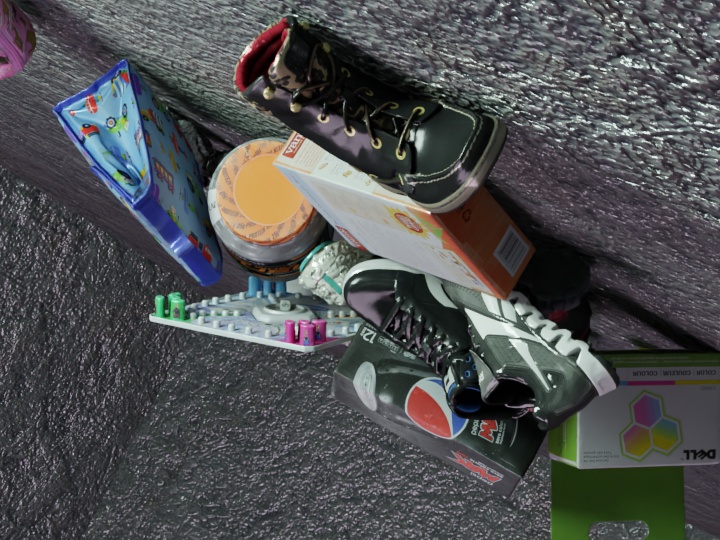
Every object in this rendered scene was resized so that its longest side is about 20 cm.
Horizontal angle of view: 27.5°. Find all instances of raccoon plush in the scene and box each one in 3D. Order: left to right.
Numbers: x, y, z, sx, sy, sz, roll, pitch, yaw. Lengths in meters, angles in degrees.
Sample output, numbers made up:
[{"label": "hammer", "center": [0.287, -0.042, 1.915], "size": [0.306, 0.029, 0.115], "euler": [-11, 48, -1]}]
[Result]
[{"label": "raccoon plush", "center": [-0.212, -0.122, 1.658], "size": [0.199, 0.097, 0.134], "euler": [32, 180, -29]}]

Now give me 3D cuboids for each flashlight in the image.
[{"label": "flashlight", "center": [0.181, 0.028, 1.337], "size": [0.068, 0.068, 0.200], "euler": [38, 171, 14]}]

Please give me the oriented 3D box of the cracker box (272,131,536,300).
[{"label": "cracker box", "center": [0.036, -0.055, 1.251], "size": [0.199, 0.058, 0.134], "euler": [20, 162, 44]}]

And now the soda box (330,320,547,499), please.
[{"label": "soda box", "center": [0.072, 0.129, 1.371], "size": [0.199, 0.064, 0.071], "euler": [28, 156, 9]}]

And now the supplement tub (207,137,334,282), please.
[{"label": "supplement tub", "center": [-0.087, -0.060, 1.465], "size": [0.122, 0.123, 0.200], "euler": [27, 173, 5]}]

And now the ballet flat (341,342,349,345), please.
[{"label": "ballet flat", "center": [0.047, 0.059, 1.569], "size": [0.198, 0.073, 0.072], "euler": [8, 171, 4]}]

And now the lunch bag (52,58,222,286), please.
[{"label": "lunch bag", "center": [-0.200, -0.082, 1.446], "size": [0.201, 0.094, 0.151], "euler": [57, -179, 40]}]

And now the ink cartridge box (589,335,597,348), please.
[{"label": "ink cartridge box", "center": [0.136, 0.108, 1.638], "size": [0.199, 0.177, 0.045], "euler": [27, -152, 6]}]

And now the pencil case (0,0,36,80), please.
[{"label": "pencil case", "center": [-0.366, -0.244, 1.395], "size": [0.082, 0.088, 0.200], "euler": [-4, 172, -1]}]

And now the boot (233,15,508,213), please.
[{"label": "boot", "center": [0.002, -0.109, 1.010], "size": [0.150, 0.074, 0.200], "euler": [31, 178, -22]}]

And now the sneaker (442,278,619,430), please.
[{"label": "sneaker", "center": [0.121, 0.064, 1.244], "size": [0.200, 0.090, 0.067], "euler": [40, 170, 40]}]

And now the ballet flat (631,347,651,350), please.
[{"label": "ballet flat", "center": [0.347, 0.138, 1.492], "size": [0.199, 0.067, 0.067], "euler": [29, 152, 4]}]

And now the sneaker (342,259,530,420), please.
[{"label": "sneaker", "center": [0.070, 0.065, 1.313], "size": [0.198, 0.073, 0.112], "euler": [23, -145, -2]}]

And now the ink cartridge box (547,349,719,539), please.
[{"label": "ink cartridge box", "center": [0.254, 0.176, 1.365], "size": [0.146, 0.202, 0.076], "euler": [0, 180, -15]}]

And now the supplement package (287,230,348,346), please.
[{"label": "supplement package", "center": [0.015, 0.031, 1.727], "size": [0.121, 0.121, 0.200], "euler": [23, 172, 32]}]

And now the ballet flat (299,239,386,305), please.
[{"label": "ballet flat", "center": [0.000, 0.000, 1.463], "size": [0.071, 0.072, 0.200], "euler": [26, -161, 15]}]

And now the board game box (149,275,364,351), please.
[{"label": "board game box", "center": [-0.076, 0.038, 1.485], "size": [0.198, 0.026, 0.199], "euler": [10, -168, 31]}]
